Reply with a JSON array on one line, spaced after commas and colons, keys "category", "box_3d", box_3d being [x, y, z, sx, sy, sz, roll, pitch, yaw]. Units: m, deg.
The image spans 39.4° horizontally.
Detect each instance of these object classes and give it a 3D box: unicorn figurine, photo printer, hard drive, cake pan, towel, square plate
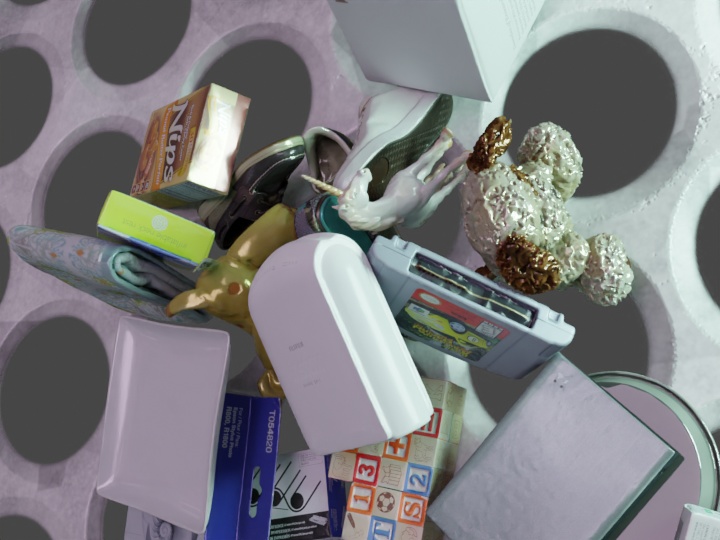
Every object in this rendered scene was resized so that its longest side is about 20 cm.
[{"category": "unicorn figurine", "box_3d": [0.049, -0.082, 1.009, 0.137, 0.200, 0.074, -43, 64, 3]}, {"category": "photo printer", "box_3d": [-0.029, 0.067, 0.944, 0.166, 0.069, 0.201, -26, 87, 57]}, {"category": "hard drive", "box_3d": [0.171, 0.197, 0.924, 0.139, 0.033, 0.200, 42, 97, 30]}, {"category": "cake pan", "box_3d": [0.230, 0.191, 0.935, 0.199, 0.037, 0.202, -8, 72, 25]}, {"category": "towel", "box_3d": [-0.283, 0.009, 1.160, 0.170, 0.200, 0.048, 8, 73, 30]}, {"category": "square plate", "box_3d": [-0.203, 0.155, 1.054, 0.199, 0.028, 0.200, 4, 86, 44]}]

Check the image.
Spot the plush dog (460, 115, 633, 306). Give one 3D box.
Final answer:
[{"category": "plush dog", "box_3d": [0.149, -0.046, 0.966, 0.160, 0.172, 0.201, -27, 66, 18]}]

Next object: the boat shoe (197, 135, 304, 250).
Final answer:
[{"category": "boat shoe", "box_3d": [-0.117, -0.086, 1.155, 0.201, 0.072, 0.066, -34, 80, 46]}]

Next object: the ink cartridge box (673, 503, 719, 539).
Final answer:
[{"category": "ink cartridge box", "box_3d": [0.349, 0.303, 0.837, 0.199, 0.050, 0.162, 15, 91, 10]}]

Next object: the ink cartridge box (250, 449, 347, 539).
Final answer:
[{"category": "ink cartridge box", "box_3d": [-0.111, 0.255, 1.088, 0.199, 0.044, 0.095, -15, 69, 24]}]

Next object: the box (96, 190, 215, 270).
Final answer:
[{"category": "box", "box_3d": [-0.233, -0.041, 1.131, 0.121, 0.200, 0.048, 22, 83, -13]}]

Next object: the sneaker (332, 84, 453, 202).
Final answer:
[{"category": "sneaker", "box_3d": [0.017, -0.136, 1.087, 0.084, 0.073, 0.200, 21, 50, 28]}]

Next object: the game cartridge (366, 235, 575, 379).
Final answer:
[{"category": "game cartridge", "box_3d": [0.089, 0.040, 0.954, 0.199, 0.133, 0.041, 25, 70, -1]}]

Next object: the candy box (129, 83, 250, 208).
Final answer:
[{"category": "candy box", "box_3d": [-0.205, -0.142, 1.193, 0.200, 0.055, 0.116, -4, 72, 60]}]

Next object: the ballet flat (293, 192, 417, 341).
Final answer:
[{"category": "ballet flat", "box_3d": [0.000, 0.000, 1.043, 0.072, 0.201, 0.072, -31, 28, 19]}]

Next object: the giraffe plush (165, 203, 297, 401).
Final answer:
[{"category": "giraffe plush", "box_3d": [-0.090, 0.042, 1.086, 0.162, 0.200, 0.173, 47, 111, 2]}]

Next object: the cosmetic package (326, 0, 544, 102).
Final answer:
[{"category": "cosmetic package", "box_3d": [0.088, -0.316, 1.054, 0.166, 0.167, 0.201, 16, 67, 30]}]

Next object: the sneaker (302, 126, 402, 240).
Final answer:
[{"category": "sneaker", "box_3d": [-0.016, -0.073, 1.107, 0.067, 0.090, 0.201, -28, 65, 17]}]

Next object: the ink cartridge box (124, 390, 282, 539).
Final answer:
[{"category": "ink cartridge box", "box_3d": [-0.172, 0.226, 1.061, 0.199, 0.040, 0.201, -5, 75, 42]}]

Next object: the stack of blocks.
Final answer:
[{"category": "stack of blocks", "box_3d": [0.031, 0.207, 1.021, 0.114, 0.059, 0.202, 4, 78, 28]}]
